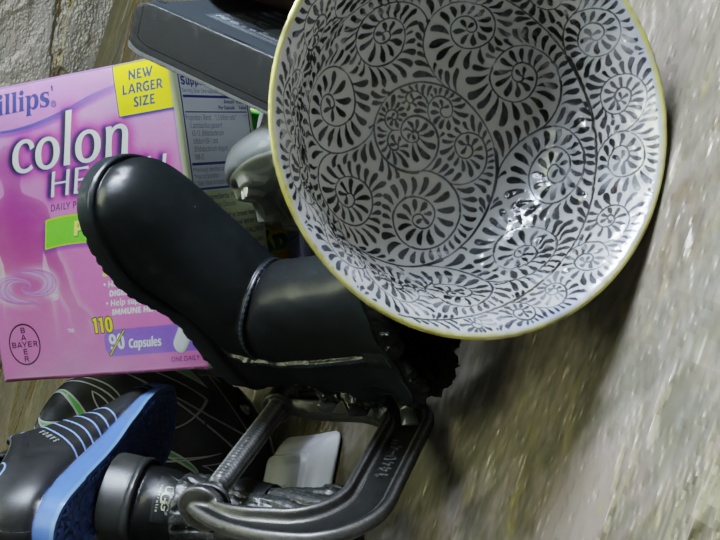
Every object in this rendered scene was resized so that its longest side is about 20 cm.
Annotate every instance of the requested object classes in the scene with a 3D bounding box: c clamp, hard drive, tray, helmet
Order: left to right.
[{"bbox_3d":[-0.168,0.159,0.962,0.191,0.197,0.203,137,148,-81],"label":"helmet"},{"bbox_3d":[-0.061,0.216,0.859,0.107,0.022,0.203,-22,55,62],"label":"tray"},{"bbox_3d":[-0.044,0.106,0.702,0.200,0.168,0.027,-62,-30,-67],"label":"c clamp"},{"bbox_3d":[-0.026,-0.131,0.731,0.199,0.138,0.033,-25,-44,-59],"label":"hard drive"}]

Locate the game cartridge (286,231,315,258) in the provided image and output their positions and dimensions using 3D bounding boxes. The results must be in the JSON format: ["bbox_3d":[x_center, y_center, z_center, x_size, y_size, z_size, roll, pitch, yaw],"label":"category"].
[{"bbox_3d":[0.000,0.000,0.811,0.200,0.038,0.132,152,119,-61],"label":"game cartridge"}]

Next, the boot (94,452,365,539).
[{"bbox_3d":[-0.069,0.187,0.774,0.212,0.155,0.080,72,-154,-64],"label":"boot"}]

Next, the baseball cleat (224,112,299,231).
[{"bbox_3d":[-0.049,-0.085,0.746,0.200,0.069,0.108,122,147,-80],"label":"baseball cleat"}]

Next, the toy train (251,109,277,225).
[{"bbox_3d":[-0.060,-0.130,0.891,0.042,0.056,0.203,104,177,-72],"label":"toy train"}]

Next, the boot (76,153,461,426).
[{"bbox_3d":[-0.045,0.008,0.663,0.161,0.199,0.074,1,49,40],"label":"boot"}]

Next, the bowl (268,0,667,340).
[{"bbox_3d":[0.042,-0.066,0.593,0.094,0.198,0.204,164,121,-73],"label":"bowl"}]

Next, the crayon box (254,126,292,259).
[{"bbox_3d":[-0.096,-0.061,0.914,0.051,0.125,0.203,-13,92,52],"label":"crayon box"}]

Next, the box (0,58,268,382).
[{"bbox_3d":[-0.163,-0.034,0.823,0.174,0.096,0.203,-5,94,26],"label":"box"}]

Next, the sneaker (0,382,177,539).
[{"bbox_3d":[-0.182,0.119,0.765,0.200,0.077,0.071,-46,-37,-70],"label":"sneaker"}]

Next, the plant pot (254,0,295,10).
[{"bbox_3d":[0.031,-0.229,0.723,0.200,0.196,0.203,-48,33,47],"label":"plant pot"}]
